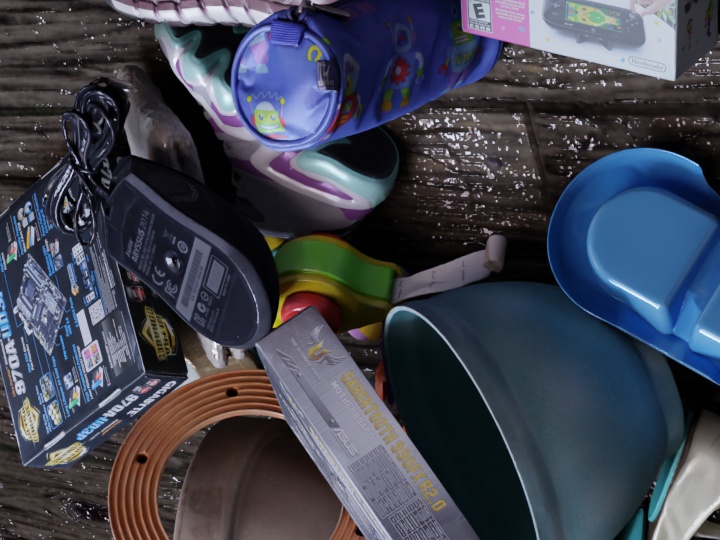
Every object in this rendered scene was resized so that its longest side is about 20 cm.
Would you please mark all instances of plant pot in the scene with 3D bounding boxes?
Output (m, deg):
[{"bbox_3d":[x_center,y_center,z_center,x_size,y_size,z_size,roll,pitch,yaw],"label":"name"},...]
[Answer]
[{"bbox_3d":[0.119,0.089,1.259,0.200,0.134,0.200,57,162,30],"label":"plant pot"},{"bbox_3d":[-0.022,0.208,1.469,0.174,0.200,0.201,0,119,21],"label":"plant pot"}]

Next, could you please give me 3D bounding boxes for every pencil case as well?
[{"bbox_3d":[0.007,-0.132,1.182,0.078,0.200,0.087,22,119,29],"label":"pencil case"}]

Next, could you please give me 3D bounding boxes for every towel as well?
[{"bbox_3d":[-0.127,-0.038,1.429,0.133,0.034,0.200,-131,25,-56],"label":"towel"}]

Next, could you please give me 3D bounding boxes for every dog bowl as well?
[{"bbox_3d":[0.207,0.008,1.179,0.200,0.112,0.050,30,171,21],"label":"dog bowl"}]

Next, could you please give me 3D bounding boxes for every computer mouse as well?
[{"bbox_3d":[-0.120,-0.031,1.329,0.200,0.053,0.139,42,135,15],"label":"computer mouse"}]

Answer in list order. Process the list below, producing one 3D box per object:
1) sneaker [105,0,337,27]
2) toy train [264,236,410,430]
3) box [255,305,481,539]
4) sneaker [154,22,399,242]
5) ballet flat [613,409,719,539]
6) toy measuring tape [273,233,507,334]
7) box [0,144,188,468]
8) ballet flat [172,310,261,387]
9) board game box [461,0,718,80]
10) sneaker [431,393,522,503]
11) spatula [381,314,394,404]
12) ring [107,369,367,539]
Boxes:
[{"bbox_3d":[-0.083,-0.221,1.297,0.200,0.076,0.116,8,119,24],"label":"sneaker"},{"bbox_3d":[-0.026,0.051,1.440,0.200,0.056,0.150,24,131,25],"label":"toy train"},{"bbox_3d":[0.011,0.136,1.307,0.200,0.048,0.158,54,170,22],"label":"box"},{"bbox_3d":[-0.079,-0.083,1.375,0.200,0.078,0.140,42,136,10],"label":"sneaker"},{"bbox_3d":[0.212,0.175,1.326,0.069,0.069,0.200,36,135,15],"label":"ballet flat"},{"bbox_3d":[0.000,0.000,1.322,0.200,0.074,0.074,-18,106,36],"label":"toy measuring tape"},{"bbox_3d":[-0.215,0.026,1.497,0.159,0.046,0.200,-37,60,36],"label":"box"},{"bbox_3d":[-0.173,0.055,1.552,0.200,0.072,0.068,28,145,21],"label":"ballet flat"},{"bbox_3d":[0.127,-0.221,1.116,0.147,0.064,0.200,17,127,31],"label":"board game box"},{"bbox_3d":[0.102,0.142,1.382,0.200,0.074,0.085,64,176,9],"label":"sneaker"},{"bbox_3d":[0.046,0.110,1.393,0.021,0.057,0.200,-16,119,18],"label":"spatula"},{"bbox_3d":[-0.077,0.161,1.396,0.200,0.200,0.019,33,152,18],"label":"ring"}]
